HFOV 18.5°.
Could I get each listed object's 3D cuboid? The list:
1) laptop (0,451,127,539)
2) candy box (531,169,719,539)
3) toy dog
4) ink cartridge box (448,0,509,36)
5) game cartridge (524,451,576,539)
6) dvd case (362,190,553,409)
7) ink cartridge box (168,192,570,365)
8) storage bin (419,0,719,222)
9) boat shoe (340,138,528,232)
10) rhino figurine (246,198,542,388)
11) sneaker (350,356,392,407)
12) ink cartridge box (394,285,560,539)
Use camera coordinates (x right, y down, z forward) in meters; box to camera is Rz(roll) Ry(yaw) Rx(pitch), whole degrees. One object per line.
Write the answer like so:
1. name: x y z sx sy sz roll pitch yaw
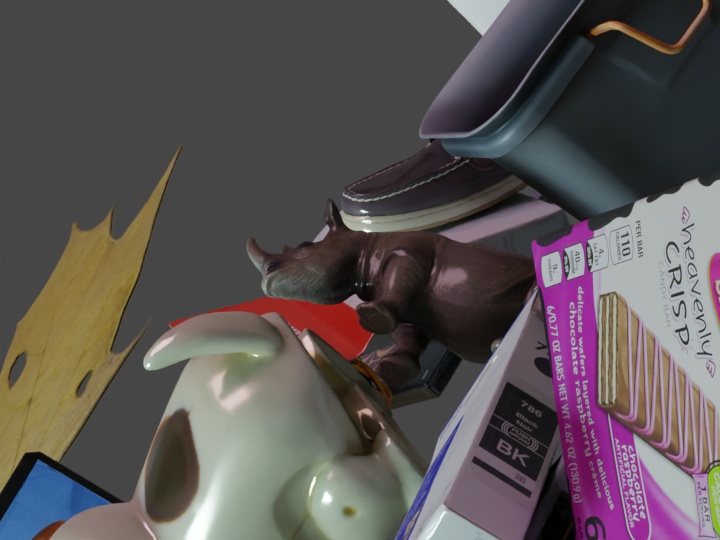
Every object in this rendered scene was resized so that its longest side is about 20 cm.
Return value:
1. laptop: -0.156 0.216 1.219 0.178 0.103 0.200 -60 27 -7
2. candy box: 0.140 0.035 0.778 0.200 0.061 0.137 -23 73 63
3. toy dog: -0.071 0.130 1.075 0.200 0.194 0.140 -44 52 3
4. ink cartridge box: 0.154 -0.222 1.304 0.200 0.145 0.147 -44 1 28
5. game cartridge: 0.044 0.167 0.885 0.200 0.041 0.133 -58 -5 -34
6. dvd case: 0.036 0.028 1.375 0.149 0.016 0.200 -58 15 -22
7. ink cartridge box: 0.000 0.000 1.241 0.199 0.047 0.160 -17 16 -16
8. storage bin: 0.151 -0.105 1.092 0.200 0.134 0.146 -54 14 -7
9. boat shoe: 0.075 -0.078 1.236 0.199 0.065 0.072 -22 20 -11
10. rhino figurine: 0.031 0.014 1.120 0.088 0.199 0.060 -54 -28 -44
11. sneaker: -0.015 0.084 1.260 0.077 0.078 0.200 -44 20 -4
12. ink cartridge box: 0.048 0.090 0.921 0.100 0.039 0.200 -60 0 30
